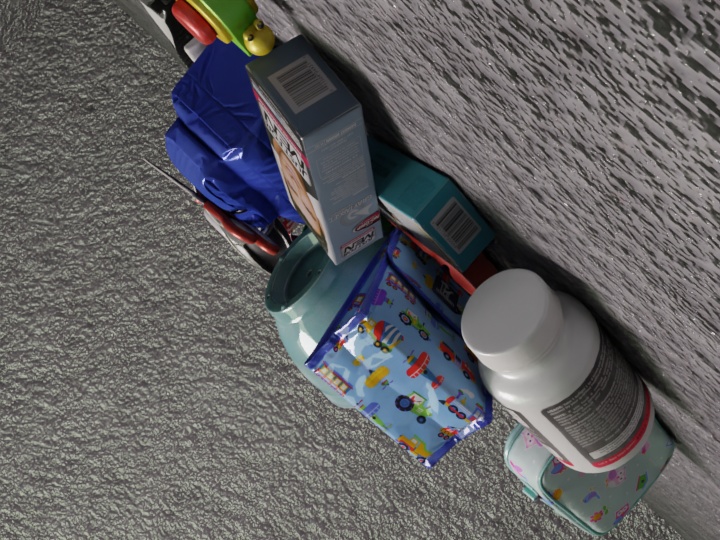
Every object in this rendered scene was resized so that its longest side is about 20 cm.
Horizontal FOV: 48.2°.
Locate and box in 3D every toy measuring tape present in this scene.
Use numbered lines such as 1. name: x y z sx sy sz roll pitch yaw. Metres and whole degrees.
1. toy measuring tape: -0.145 -0.245 0.656 0.200 0.074 0.074 43 180 11

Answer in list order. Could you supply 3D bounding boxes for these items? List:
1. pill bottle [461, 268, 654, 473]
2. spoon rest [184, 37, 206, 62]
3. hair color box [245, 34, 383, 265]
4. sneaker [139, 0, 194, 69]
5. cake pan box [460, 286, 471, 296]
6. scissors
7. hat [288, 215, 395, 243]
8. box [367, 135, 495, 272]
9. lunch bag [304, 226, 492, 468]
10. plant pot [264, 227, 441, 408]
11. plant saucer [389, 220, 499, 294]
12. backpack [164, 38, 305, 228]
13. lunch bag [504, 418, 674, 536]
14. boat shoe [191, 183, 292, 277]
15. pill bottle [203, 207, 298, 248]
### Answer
1. pill bottle: 0.171 0.088 0.707 0.200 0.111 0.111 44 179 -37
2. spoon rest: -0.215 -0.328 0.882 0.201 0.060 0.099 57 179 4
3. hair color box: -0.037 -0.102 0.740 0.099 0.060 0.201 54 169 28
4. sneaker: -0.210 -0.306 1.005 0.201 0.074 0.089 53 -179 9
5. cake pan box: 0.163 0.063 1.105 0.184 0.053 0.199 40 -171 36
6. scissors: -0.171 -0.073 0.916 0.199 0.014 0.073 35 -172 31
7. hat: 0.000 0.000 1.032 0.196 0.168 0.176 1 -157 -8
8. box: 0.046 -0.073 0.792 0.082 0.049 0.200 43 180 -32
9. lunch bag: 0.058 0.057 0.774 0.150 0.094 0.201 40 -145 -7
10. plant pot: -0.021 0.030 0.891 0.134 0.201 0.200 38 -178 -28
11. plant saucer: 0.106 -0.020 0.945 0.199 0.037 0.200 43 -178 41
12. backpack: -0.105 -0.140 0.900 0.163 0.168 0.199 49 -170 34
13. lunch bag: 0.252 0.201 0.899 0.200 0.161 0.077 42 179 -36
14. boat shoe: -0.146 -0.061 1.009 0.201 0.071 0.068 55 -176 -26
15. pill bottle: -0.111 -0.117 1.102 0.112 0.200 0.112 42 180 0
